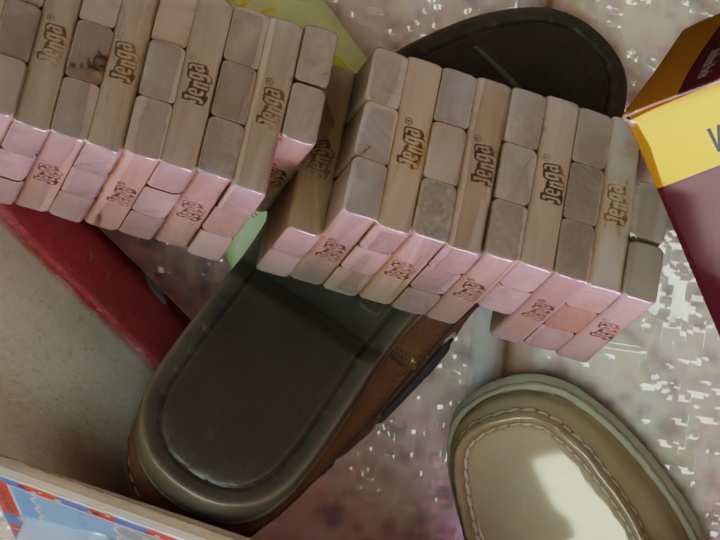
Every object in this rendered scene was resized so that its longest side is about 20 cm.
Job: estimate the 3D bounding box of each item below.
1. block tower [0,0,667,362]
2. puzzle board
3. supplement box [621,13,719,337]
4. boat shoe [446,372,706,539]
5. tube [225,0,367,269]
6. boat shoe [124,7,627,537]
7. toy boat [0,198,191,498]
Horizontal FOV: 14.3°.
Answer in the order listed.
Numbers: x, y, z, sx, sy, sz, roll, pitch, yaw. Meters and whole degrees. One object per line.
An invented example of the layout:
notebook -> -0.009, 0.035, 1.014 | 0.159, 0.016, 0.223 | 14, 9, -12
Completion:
block tower -> -0.018, -0.032, 0.788 | 0.199, 0.058, 0.054 | 17, 65, -12
puzzle board -> -0.032, 0.116, 0.869 | 0.150, 0.200, 0.017 | 17, 69, 8
supplement box -> 0.207, -0.001, 0.796 | 0.197, 0.133, 0.201 | -21, 99, 18
boat shoe -> 0.082, 0.129, 0.895 | 0.073, 0.069, 0.201 | -24, 98, 18
tube -> -0.055, -0.098, 0.880 | 0.058, 0.052, 0.201 | -19, 105, 53
boat shoe -> 0.000, 0.000, 0.851 | 0.072, 0.068, 0.200 | 43, 67, 8
toy boat -> -0.114, -0.022, 0.880 | 0.130, 0.131, 0.200 | 0, 143, 41
